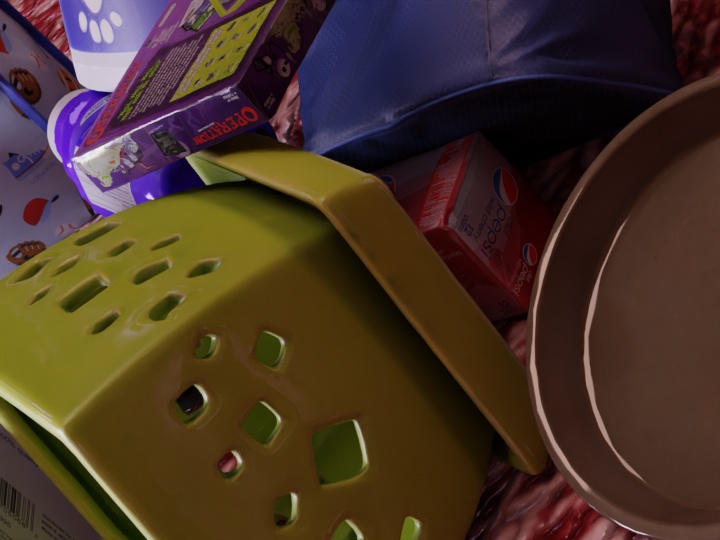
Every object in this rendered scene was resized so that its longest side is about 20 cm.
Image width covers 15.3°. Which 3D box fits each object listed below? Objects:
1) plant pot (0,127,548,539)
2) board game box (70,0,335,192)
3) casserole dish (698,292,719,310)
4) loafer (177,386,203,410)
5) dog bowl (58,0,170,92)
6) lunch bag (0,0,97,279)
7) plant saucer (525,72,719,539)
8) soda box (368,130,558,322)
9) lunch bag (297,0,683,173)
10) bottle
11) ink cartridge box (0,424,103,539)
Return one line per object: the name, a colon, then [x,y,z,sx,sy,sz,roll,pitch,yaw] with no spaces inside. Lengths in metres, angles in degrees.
plant pot: [-0.045,0.056,1.205,0.181,0.200,0.199,-44,25,-11]
board game box: [-0.052,-0.128,1.267,0.120,0.032,0.201,-15,36,41]
casserole dish: [0.218,-0.045,1.135,0.199,0.039,0.121,-35,29,19]
loafer: [-0.171,0.049,1.476,0.199,0.063,0.072,-6,81,37]
dog bowl: [-0.069,-0.165,1.475,0.198,0.079,0.200,-13,16,4]
lunch bag: [-0.270,-0.087,1.700,0.170,0.200,0.124,-35,29,18]
plant saucer: [0.153,0.015,1.087,0.199,0.029,0.202,-20,60,37]
soda box: [0.000,0.000,1.343,0.199,0.070,0.064,-18,37,42]
lunch bag: [0.061,-0.130,1.312,0.199,0.135,0.133,-19,73,40]
bottle: [-0.112,-0.063,1.433,0.083,0.066,0.200,-31,23,-17]
ink cartridge box: [-0.179,0.130,1.339,0.083,0.147,0.201,-36,28,20]
